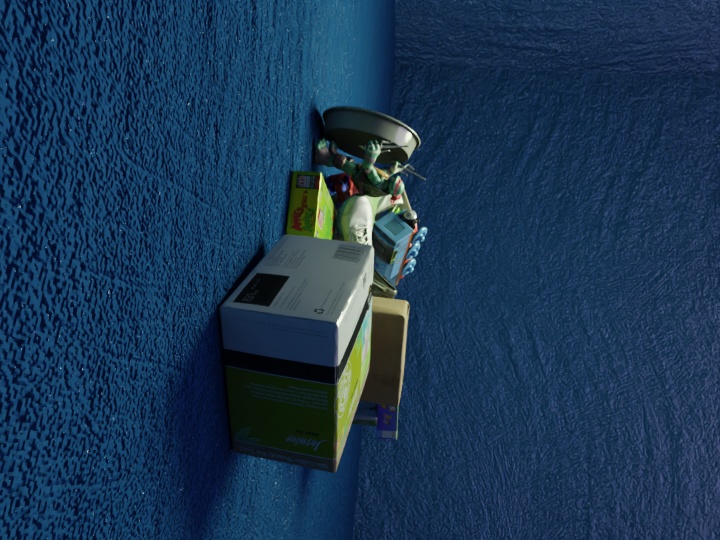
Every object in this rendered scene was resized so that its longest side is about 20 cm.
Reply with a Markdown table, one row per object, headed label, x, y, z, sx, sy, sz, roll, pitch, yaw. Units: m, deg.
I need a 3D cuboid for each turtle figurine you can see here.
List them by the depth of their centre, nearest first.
| label | x | y | z | sx | sy | sz | roll | pitch | yaw |
| --- | --- | --- | --- | --- | --- | --- | --- | --- | --- |
| turtle figurine | 0.018 | -0.190 | 1.007 | 0.150 | 0.197 | 0.102 | 38 | 73 | -78 |

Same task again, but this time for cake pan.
| label | x | y | z | sx | sy | sz | roll | pitch | yaw |
| --- | --- | --- | --- | --- | --- | --- | --- | --- | --- |
| cake pan | 0.017 | -0.254 | 1.043 | 0.200 | 0.196 | 0.037 | 53 | 52 | -82 |

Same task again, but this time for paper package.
| label | x | y | z | sx | sy | sz | roll | pitch | yaw |
| --- | --- | --- | --- | --- | --- | --- | --- | --- | --- |
| paper package | -0.010 | 0.148 | 1.052 | 0.104 | 0.195 | 0.195 | -57 | 152 | -75 |

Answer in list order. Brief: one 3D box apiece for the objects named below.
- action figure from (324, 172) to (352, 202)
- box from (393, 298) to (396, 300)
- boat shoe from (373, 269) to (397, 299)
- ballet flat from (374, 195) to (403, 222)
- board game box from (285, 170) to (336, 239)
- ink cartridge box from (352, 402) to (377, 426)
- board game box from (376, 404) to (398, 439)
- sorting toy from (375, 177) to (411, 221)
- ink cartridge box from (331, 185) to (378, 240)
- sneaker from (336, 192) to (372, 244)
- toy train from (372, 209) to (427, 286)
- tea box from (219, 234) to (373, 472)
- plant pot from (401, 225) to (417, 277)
| label | x | y | z | sx | sy | sz | roll | pitch | yaw |
| --- | --- | --- | --- | --- | --- | --- | --- | --- | --- |
| action figure | -0.049 | -0.166 | 1.089 | 0.201 | 0.064 | 0.053 | -76 | 153 | -69 |
| box | 0.013 | 0.176 | 1.422 | 0.152 | 0.105 | 0.203 | -38 | -147 | 58 |
| boat shoe | 0.000 | 0.000 | 1.134 | 0.070 | 0.200 | 0.064 | -8 | 136 | -55 |
| ballet flat | 0.016 | -0.115 | 1.217 | 0.070 | 0.199 | 0.069 | 50 | -4 | 4 |
| board game box | -0.079 | -0.083 | 0.913 | 0.200 | 0.047 | 0.104 | 68 | 27 | -79 |
| ink cartridge box | -0.028 | 0.278 | 1.243 | 0.202 | 0.143 | 0.086 | 88 | 7 | -54 |
| board game box | 0.062 | 0.244 | 1.178 | 0.134 | 0.044 | 0.205 | -46 | 138 | -84 |
| sorting toy | 0.030 | -0.132 | 1.294 | 0.037 | 0.183 | 0.202 | 48 | 20 | -37 |
| ink cartridge box | -0.021 | -0.134 | 1.144 | 0.060 | 0.103 | 0.201 | 52 | 27 | -25 |
| sneaker | -0.001 | -0.040 | 1.008 | 0.086 | 0.074 | 0.204 | 35 | -54 | 51 |
| toy train | 0.070 | -0.044 | 1.161 | 0.113 | 0.087 | 0.202 | -32 | 154 | -29 |
| tea box | -0.065 | 0.090 | 0.661 | 0.201 | 0.131 | 0.201 | -64 | 159 | -61 |
| plant pot | 0.053 | -0.080 | 1.466 | 0.200 | 0.179 | 0.205 | -167 | -90 | -87 |
